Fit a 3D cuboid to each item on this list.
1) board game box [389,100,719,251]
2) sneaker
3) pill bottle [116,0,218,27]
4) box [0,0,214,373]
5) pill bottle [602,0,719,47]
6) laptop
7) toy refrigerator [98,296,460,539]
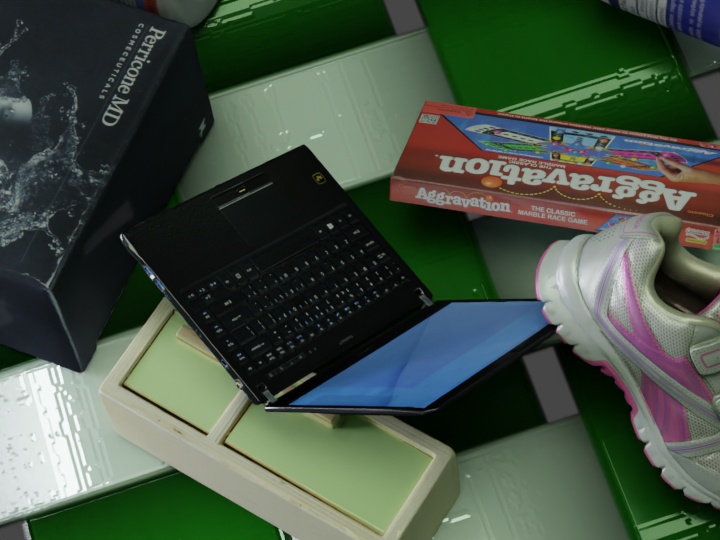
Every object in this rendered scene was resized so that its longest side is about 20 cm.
[{"bbox_3d":[0.125,-0.059,1.347,0.199,0.020,0.103,9,34,10],"label":"board game box"},{"bbox_3d":[0.189,0.051,1.235,0.200,0.088,0.081,48,42,-8],"label":"sneaker"},{"bbox_3d":[-0.185,-0.237,1.444,0.199,0.112,0.113,19,65,14],"label":"pill bottle"},{"bbox_3d":[-0.223,-0.073,1.360,0.199,0.118,0.197,19,66,13],"label":"box"},{"bbox_3d":[0.205,-0.212,1.390,0.199,0.120,0.120,24,67,16],"label":"pill bottle"},{"bbox_3d":[0.000,0.000,1.262,0.200,0.103,0.177,50,40,10],"label":"laptop"},{"bbox_3d":[-0.047,0.097,1.280,0.199,0.070,0.076,28,69,19],"label":"toy refrigerator"}]
